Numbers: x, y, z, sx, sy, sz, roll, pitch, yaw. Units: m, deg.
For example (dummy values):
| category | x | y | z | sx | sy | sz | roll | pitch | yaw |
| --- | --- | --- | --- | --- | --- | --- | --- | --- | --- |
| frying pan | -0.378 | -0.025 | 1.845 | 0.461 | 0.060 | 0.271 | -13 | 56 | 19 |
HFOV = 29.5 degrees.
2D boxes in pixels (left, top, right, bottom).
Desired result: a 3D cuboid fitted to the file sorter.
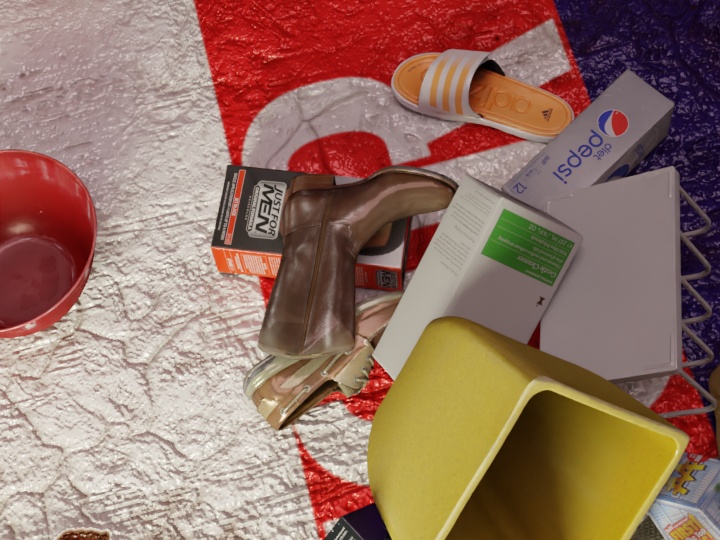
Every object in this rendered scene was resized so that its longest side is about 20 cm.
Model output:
| category | x | y | z | sx | sy | sz | roll | pitch | yaw |
| --- | --- | --- | --- | --- | --- | --- | --- | --- | --- |
| file sorter | 0.261 | 0.030 | 1.306 | 0.137 | 0.124 | 0.203 | -12 | 60 | 33 |

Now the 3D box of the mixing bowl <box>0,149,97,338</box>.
| category | x | y | z | sx | sy | sz | roll | pitch | yaw |
| --- | --- | --- | --- | --- | --- | --- | --- | --- | --- |
| mixing bowl | -0.354 | -0.009 | 1.392 | 0.197 | 0.109 | 0.203 | -1 | 64 | 3 |

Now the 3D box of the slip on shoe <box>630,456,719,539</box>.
| category | x | y | z | sx | sy | sz | roll | pitch | yaw |
| --- | --- | --- | --- | --- | --- | --- | --- | --- | --- |
| slip on shoe | 0.322 | 0.232 | 1.267 | 0.199 | 0.074 | 0.062 | -36 | 110 | -22 |

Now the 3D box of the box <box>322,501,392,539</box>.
| category | x | y | z | sx | sy | sz | roll | pitch | yaw |
| --- | --- | --- | --- | --- | --- | --- | --- | --- | --- |
| box | 0.057 | 0.267 | 1.186 | 0.141 | 0.199 | 0.079 | 45 | 111 | 18 |

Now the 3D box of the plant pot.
| category | x | y | z | sx | sy | sz | roll | pitch | yaw |
| --- | --- | --- | --- | --- | --- | --- | --- | --- | --- |
| plant pot | 0.117 | 0.150 | 1.175 | 0.197 | 0.193 | 0.200 | -60 | 35 | 11 |

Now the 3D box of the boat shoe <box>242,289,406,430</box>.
| category | x | y | z | sx | sy | sz | roll | pitch | yaw |
| --- | --- | --- | --- | --- | --- | --- | --- | --- | --- |
| boat shoe | -0.018 | 0.091 | 1.348 | 0.198 | 0.076 | 0.072 | -31 | 70 | 0 |

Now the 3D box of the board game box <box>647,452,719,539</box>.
| category | x | y | z | sx | sy | sz | roll | pitch | yaw |
| --- | --- | --- | --- | --- | --- | --- | --- | --- | --- |
| board game box | 0.339 | 0.230 | 1.152 | 0.200 | 0.200 | 0.062 | 47 | 58 | 0 |

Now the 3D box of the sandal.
| category | x | y | z | sx | sy | sz | roll | pitch | yaw |
| --- | --- | --- | --- | --- | --- | --- | --- | --- | --- |
| sandal | 0.134 | -0.200 | 1.474 | 0.204 | 0.059 | 0.080 | 16 | 67 | 11 |

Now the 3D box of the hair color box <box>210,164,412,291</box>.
| category | x | y | z | sx | sy | sz | roll | pitch | yaw |
| --- | --- | --- | --- | --- | --- | --- | --- | --- | --- |
| hair color box | -0.048 | -0.044 | 1.414 | 0.197 | 0.061 | 0.103 | 6 | 65 | 6 |

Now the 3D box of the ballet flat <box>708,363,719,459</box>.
| category | x | y | z | sx | sy | sz | roll | pitch | yaw |
| --- | --- | --- | --- | --- | --- | --- | --- | --- | --- |
| ballet flat | 0.359 | 0.139 | 1.252 | 0.068 | 0.064 | 0.201 | 14 | 33 | -9 |

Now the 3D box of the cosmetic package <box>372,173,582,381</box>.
| category | x | y | z | sx | sy | sz | roll | pitch | yaw |
| --- | --- | --- | --- | --- | --- | --- | --- | --- | --- |
| cosmetic package | 0.109 | 0.026 | 1.292 | 0.107 | 0.085 | 0.202 | 21 | 100 | -28 |

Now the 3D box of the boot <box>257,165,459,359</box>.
| category | x | y | z | sx | sy | sz | roll | pitch | yaw |
| --- | --- | --- | --- | --- | --- | --- | --- | --- | --- |
| boot | 0.000 | 0.000 | 1.313 | 0.184 | 0.064 | 0.202 | -3 | 57 | 18 |

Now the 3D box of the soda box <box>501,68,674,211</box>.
| category | x | y | z | sx | sy | sz | roll | pitch | yaw |
| --- | --- | --- | --- | --- | --- | --- | --- | --- | --- |
| soda box | 0.237 | -0.114 | 1.425 | 0.068 | 0.064 | 0.200 | 41 | 74 | 21 |
